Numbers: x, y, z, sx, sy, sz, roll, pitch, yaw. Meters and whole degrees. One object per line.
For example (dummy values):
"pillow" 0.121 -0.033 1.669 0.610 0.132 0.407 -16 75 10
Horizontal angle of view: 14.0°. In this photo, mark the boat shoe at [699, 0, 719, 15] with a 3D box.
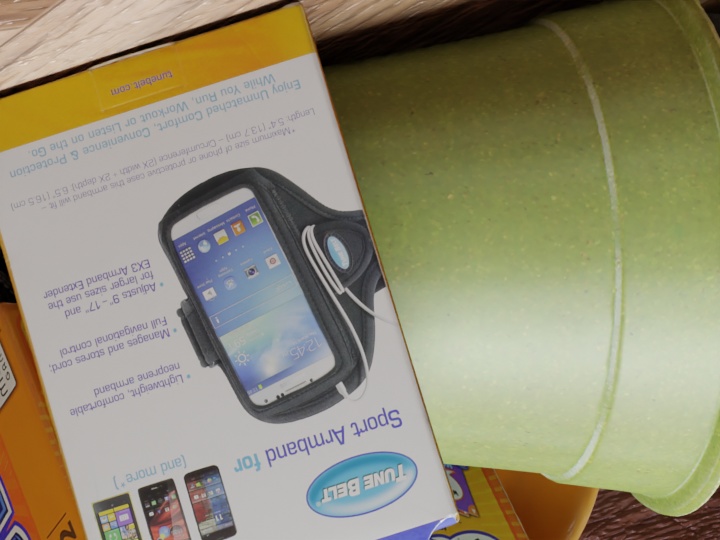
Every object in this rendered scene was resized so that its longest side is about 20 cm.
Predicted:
"boat shoe" 0.152 -0.090 1.149 0.200 0.072 0.065 -26 -155 53

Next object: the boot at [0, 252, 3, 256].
"boot" -0.211 0.039 1.283 0.130 0.068 0.200 -7 161 -33

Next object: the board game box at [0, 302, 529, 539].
"board game box" -0.065 0.151 1.146 0.199 0.201 0.200 1 140 -37

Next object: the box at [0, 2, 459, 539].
"box" -0.045 0.026 0.963 0.118 0.201 0.041 -17 173 1

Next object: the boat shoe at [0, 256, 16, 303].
"boat shoe" -0.134 0.022 1.184 0.071 0.072 0.200 -48 151 -10

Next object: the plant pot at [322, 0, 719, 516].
"plant pot" 0.021 -0.006 1.069 0.189 0.202 0.200 -2 169 -14

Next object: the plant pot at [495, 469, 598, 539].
"plant pot" -0.007 0.049 1.378 0.182 0.202 0.200 -4 -178 33

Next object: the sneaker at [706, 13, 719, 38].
"sneaker" 0.138 -0.021 1.141 0.079 0.074 0.201 -1 138 -11
